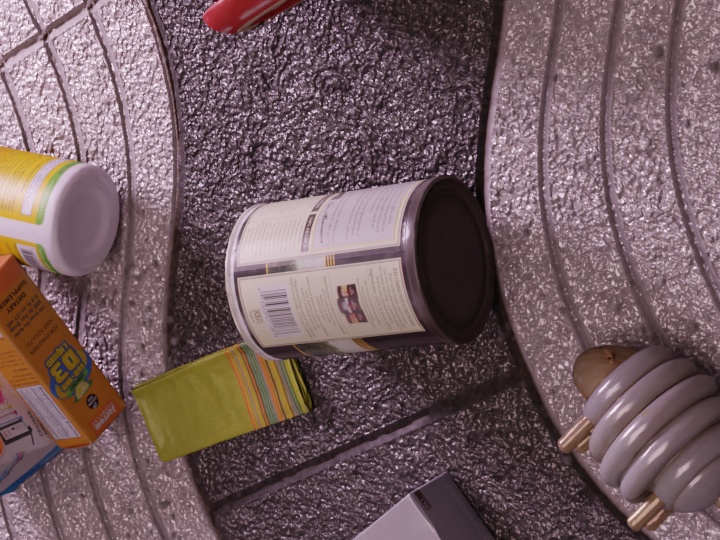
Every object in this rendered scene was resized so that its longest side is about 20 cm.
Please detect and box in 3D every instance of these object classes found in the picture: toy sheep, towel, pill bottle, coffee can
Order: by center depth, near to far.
[{"bbox_3d":[0.252,0.141,1.590,0.200,0.137,0.138,47,119,17],"label":"toy sheep"},{"bbox_3d":[0.000,0.000,1.695,0.198,0.146,0.148,-7,97,31],"label":"coffee can"},{"bbox_3d":[-0.139,0.126,1.879,0.199,0.018,0.087,-22,88,32],"label":"towel"},{"bbox_3d":[-0.350,-0.066,1.904,0.198,0.111,0.112,12,107,28],"label":"pill bottle"}]

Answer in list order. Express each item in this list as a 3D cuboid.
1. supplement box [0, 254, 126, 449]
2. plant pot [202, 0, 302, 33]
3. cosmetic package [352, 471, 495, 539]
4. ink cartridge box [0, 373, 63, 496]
[{"bbox_3d":[-0.322,0.083,1.896,0.068,0.067,0.201,-9,123,47],"label":"supplement box"},{"bbox_3d":[-0.091,-0.320,1.656,0.199,0.200,0.184,-27,96,31],"label":"plant pot"},{"bbox_3d":[0.029,0.290,1.779,0.200,0.090,0.107,-40,80,27],"label":"cosmetic package"},{"bbox_3d":[-0.415,0.160,1.938,0.144,0.199,0.148,-37,82,31],"label":"ink cartridge box"}]
